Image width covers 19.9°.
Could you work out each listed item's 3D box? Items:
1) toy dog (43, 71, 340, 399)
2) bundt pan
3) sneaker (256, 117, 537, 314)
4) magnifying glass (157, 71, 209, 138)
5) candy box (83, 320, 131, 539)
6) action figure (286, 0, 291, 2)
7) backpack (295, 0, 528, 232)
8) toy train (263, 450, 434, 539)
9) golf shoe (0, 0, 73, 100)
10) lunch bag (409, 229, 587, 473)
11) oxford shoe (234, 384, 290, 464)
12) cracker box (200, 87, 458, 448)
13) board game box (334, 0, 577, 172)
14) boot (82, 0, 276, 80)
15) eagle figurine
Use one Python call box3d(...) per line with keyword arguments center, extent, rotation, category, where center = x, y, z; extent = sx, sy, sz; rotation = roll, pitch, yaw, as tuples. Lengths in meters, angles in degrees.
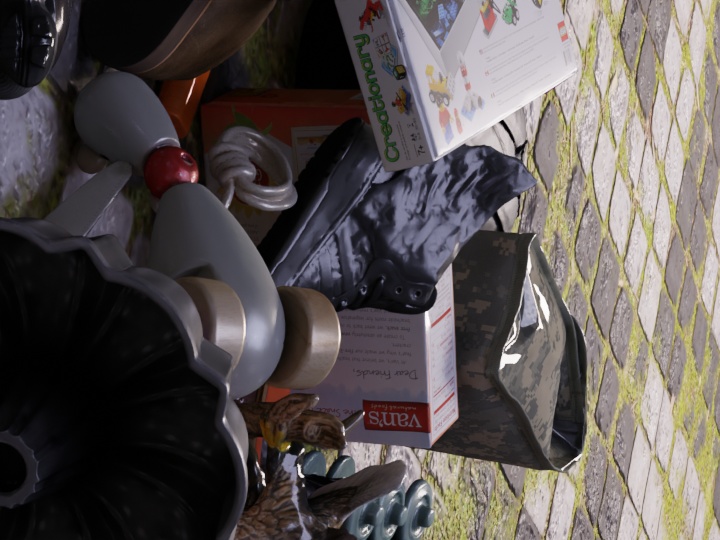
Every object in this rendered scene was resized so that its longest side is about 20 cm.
box3d(center=(-0.093, 0.002, 1.000), extent=(0.131, 0.096, 0.200), rotation=(26, 28, -31), category="toy dog")
box3d(center=(-0.135, 0.068, 0.836), extent=(0.076, 0.200, 0.203), rotation=(-56, 145, -72), category="bundt pan")
box3d(center=(-0.001, 0.000, 1.096), extent=(0.104, 0.060, 0.200), rotation=(37, 81, -20), category="sneaker")
box3d(center=(-0.081, -0.162, 1.166), extent=(0.080, 0.022, 0.201), rotation=(63, 35, -51), category="magnifying glass")
box3d(center=(-0.127, 0.106, 0.942), extent=(0.056, 0.116, 0.201), rotation=(-15, 108, -42), category="candy box")
box3d(center=(-0.058, -0.241, 1.097), extent=(0.119, 0.101, 0.201), rotation=(-89, -170, -48), category="action figure")
box3d(center=(0.036, -0.095, 1.328), extent=(0.200, 0.153, 0.164), rotation=(31, 55, -41), category="backpack")
box3d(center=(-0.018, 0.177, 1.294), extent=(0.200, 0.085, 0.115), rotation=(22, 84, -69), category="toy train")
box3d(center=(-0.162, -0.177, 0.911), extent=(0.094, 0.077, 0.201), rotation=(-33, 126, -85), category="golf shoe")
box3d(center=(0.052, 0.057, 1.330), extent=(0.200, 0.163, 0.118), rotation=(59, 42, -55), category="lunch bag")
box3d(center=(-0.094, 0.116, 1.132), extent=(0.072, 0.071, 0.201), rotation=(9, 91, -34), category="oxford shoe")
box3d(center=(-0.017, -0.003, 1.192), extent=(0.058, 0.133, 0.201), rotation=(-36, 126, -64), category="cracker box")
box3d(center=(0.052, -0.141, 1.095), extent=(0.200, 0.034, 0.127), rotation=(-33, 110, -57), category="board game box")
box3d(center=(-0.053, -0.175, 1.049), extent=(0.074, 0.200, 0.075), rotation=(52, 13, 23), category="boot")
box3d(center=(-0.064, 0.164, 1.044), extent=(0.152, 0.150, 0.201), rotation=(33, 62, -74), category="eagle figurine")
